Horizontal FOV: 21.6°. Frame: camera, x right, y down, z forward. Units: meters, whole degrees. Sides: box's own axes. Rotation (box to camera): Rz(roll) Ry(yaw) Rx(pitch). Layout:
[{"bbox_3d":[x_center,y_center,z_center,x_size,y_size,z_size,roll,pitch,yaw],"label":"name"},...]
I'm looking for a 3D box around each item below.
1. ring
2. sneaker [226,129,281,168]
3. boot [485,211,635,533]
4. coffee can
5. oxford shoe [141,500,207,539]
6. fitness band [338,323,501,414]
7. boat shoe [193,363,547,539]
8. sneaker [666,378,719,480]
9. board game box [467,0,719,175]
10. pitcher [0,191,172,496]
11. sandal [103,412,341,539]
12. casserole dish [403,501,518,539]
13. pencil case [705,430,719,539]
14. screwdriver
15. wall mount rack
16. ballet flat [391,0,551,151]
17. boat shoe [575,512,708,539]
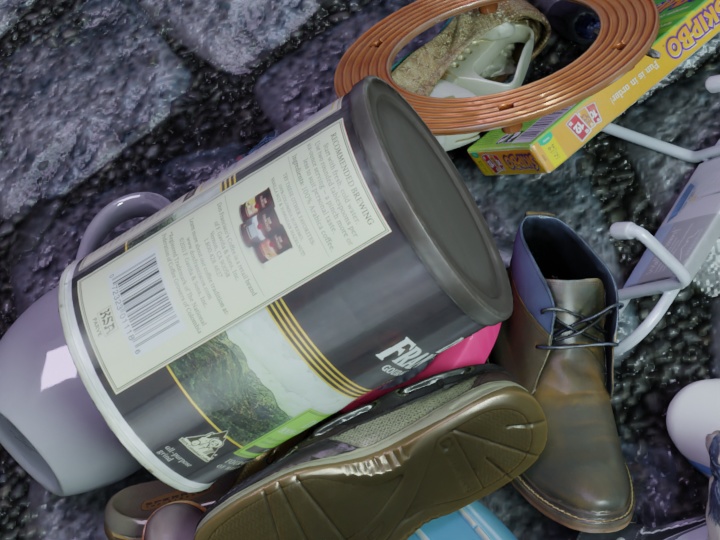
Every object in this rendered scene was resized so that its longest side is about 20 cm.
[{"bbox_3d":[0.082,-0.130,1.139,0.199,0.019,0.201,-13,31,8],"label":"ring"},{"bbox_3d":[-0.014,-0.042,1.215,0.200,0.079,0.096,25,67,35],"label":"sneaker"},{"bbox_3d":[0.108,0.052,1.044,0.074,0.097,0.200,-2,32,-13],"label":"boot"},{"bbox_3d":[-0.040,0.009,1.013,0.200,0.146,0.147,-30,49,16],"label":"coffee can"},{"bbox_3d":[-0.069,0.198,1.006,0.071,0.073,0.200,-26,57,-7],"label":"oxford shoe"},{"bbox_3d":[0.000,0.000,1.107,0.144,0.037,0.200,-44,56,6],"label":"fitness band"},{"bbox_3d":[0.003,0.111,1.016,0.199,0.073,0.065,-22,23,-2],"label":"boat shoe"},{"bbox_3d":[0.248,0.101,1.000,0.200,0.073,0.072,25,71,37],"label":"sneaker"},{"bbox_3d":[0.164,-0.128,1.188,0.200,0.030,0.095,-42,15,-14],"label":"board game box"},{"bbox_3d":[-0.157,0.036,1.202,0.171,0.121,0.200,27,60,41],"label":"pitcher"},{"bbox_3d":[-0.059,0.109,1.107,0.199,0.054,0.080,-16,16,-3],"label":"sandal"},{"bbox_3d":[0.034,0.173,0.995,0.121,0.039,0.200,-36,30,-5],"label":"casserole dish"},{"bbox_3d":[0.211,0.168,0.920,0.078,0.089,0.201,-13,72,51],"label":"pencil case"},{"bbox_3d":[0.152,-0.152,1.186,0.028,0.029,0.200,-35,13,0],"label":"screwdriver"},{"bbox_3d":[0.166,-0.044,1.145,0.200,0.075,0.174,-55,15,-19],"label":"wall mount rack"},{"bbox_3d":[0.062,-0.120,1.221,0.065,0.071,0.200,22,52,24],"label":"ballet flat"},{"bbox_3d":[0.132,0.163,1.014,0.199,0.070,0.066,-29,51,13],"label":"boat shoe"}]
